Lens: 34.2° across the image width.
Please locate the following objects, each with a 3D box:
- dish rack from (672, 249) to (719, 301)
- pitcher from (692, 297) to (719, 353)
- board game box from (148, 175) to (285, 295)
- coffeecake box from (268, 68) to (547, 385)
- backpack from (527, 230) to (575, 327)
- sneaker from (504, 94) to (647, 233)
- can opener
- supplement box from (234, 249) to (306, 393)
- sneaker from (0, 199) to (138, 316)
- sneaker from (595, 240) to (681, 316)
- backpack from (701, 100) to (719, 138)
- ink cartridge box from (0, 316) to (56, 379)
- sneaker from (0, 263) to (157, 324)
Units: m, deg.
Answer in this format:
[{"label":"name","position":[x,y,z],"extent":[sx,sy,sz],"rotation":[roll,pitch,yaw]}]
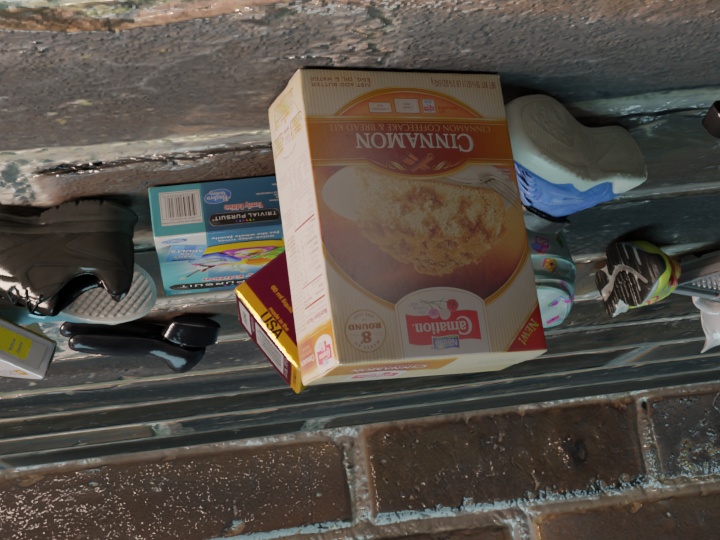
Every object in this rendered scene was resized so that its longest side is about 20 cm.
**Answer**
[{"label":"dish rack","position":[0.500,-0.005,1.499],"extent":[0.171,0.044,0.200],"rotation":[-19,163,40]},{"label":"pitcher","position":[0.589,0.061,1.699],"extent":[0.199,0.122,0.172],"rotation":[-2,154,24]},{"label":"board game box","position":[-0.107,-0.029,1.051],"extent":[0.150,0.047,0.200],"rotation":[-6,166,-8]},{"label":"coffeecake box","position":[0.030,-0.030,0.800],"extent":[0.153,0.201,0.073],"rotation":[-2,165,-23]},{"label":"backpack","position":[0.106,0.003,1.138],"extent":[0.199,0.127,0.167],"rotation":[-11,163,1]},{"label":"sneaker","position":[0.137,-0.077,0.928],"extent":[0.111,0.077,0.200],"rotation":[-29,163,33]},{"label":"can opener","position":[-0.267,0.080,1.405],"extent":[0.200,0.079,0.063],"rotation":[6,-161,-37]},{"label":"supplement box","position":[0.000,0.000,0.962],"extent":[0.200,0.086,0.110],"rotation":[-38,171,-13]},{"label":"sneaker","position":[-0.282,-0.004,0.962],"extent":[0.199,0.091,0.076],"rotation":[-7,168,0]},{"label":"sneaker","position":[0.342,0.001,1.393],"extent":[0.090,0.078,0.200],"rotation":[-16,172,-3]},{"label":"backpack","position":[0.317,-0.128,0.677],"extent":[0.200,0.155,0.190],"rotation":[-10,159,33]},{"label":"ink cartridge box","position":[-0.404,0.040,1.029],"extent":[0.197,0.047,0.200],"rotation":[1,155,43]},{"label":"sneaker","position":[-0.294,0.017,1.092],"extent":[0.199,0.074,0.082],"rotation":[8,164,-17]}]
